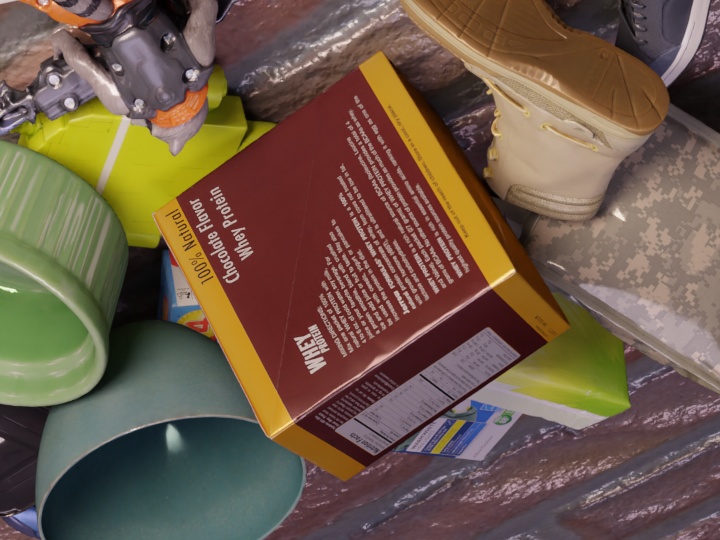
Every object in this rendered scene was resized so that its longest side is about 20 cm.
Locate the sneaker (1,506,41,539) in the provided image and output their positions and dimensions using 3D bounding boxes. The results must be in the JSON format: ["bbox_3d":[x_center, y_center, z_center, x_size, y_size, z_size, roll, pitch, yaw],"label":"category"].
[{"bbox_3d":[-0.222,0.185,1.724,0.199,0.074,0.082,8,137,-38],"label":"sneaker"}]

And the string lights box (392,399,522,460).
[{"bbox_3d":[0.027,0.092,1.592,0.198,0.059,0.103,8,140,-26],"label":"string lights box"}]

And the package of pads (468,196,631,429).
[{"bbox_3d":[0.111,0.025,1.547,0.199,0.156,0.068,18,146,-33],"label":"package of pads"}]

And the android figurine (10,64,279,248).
[{"bbox_3d":[-0.158,-0.078,1.420,0.198,0.041,0.183,3,141,-22],"label":"android figurine"}]

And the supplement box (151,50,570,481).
[{"bbox_3d":[0.000,0.000,1.397,0.199,0.198,0.133,-35,153,8],"label":"supplement box"}]

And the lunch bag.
[{"bbox_3d":[0.221,-0.029,1.493,0.199,0.118,0.165,32,90,-14],"label":"lunch bag"}]

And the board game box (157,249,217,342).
[{"bbox_3d":[-0.064,0.059,1.617,0.194,0.056,0.201,-5,143,-12],"label":"board game box"}]

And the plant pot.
[{"bbox_3d":[-0.152,0.117,1.499,0.198,0.135,0.201,-12,142,-10],"label":"plant pot"}]

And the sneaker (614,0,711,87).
[{"bbox_3d":[0.166,-0.198,1.328,0.145,0.077,0.203,-6,137,-23],"label":"sneaker"}]

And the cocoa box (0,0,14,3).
[{"bbox_3d":[-0.140,-0.252,1.121,0.198,0.132,0.134,-11,143,-3],"label":"cocoa box"}]

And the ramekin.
[{"bbox_3d":[-0.256,-0.002,1.386,0.198,0.098,0.201,11,145,8],"label":"ramekin"}]

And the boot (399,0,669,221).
[{"bbox_3d":[0.100,-0.122,1.378,0.199,0.073,0.156,30,152,3],"label":"boot"}]

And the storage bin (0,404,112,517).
[{"bbox_3d":[-0.301,0.099,1.564,0.135,0.094,0.200,-30,141,22],"label":"storage bin"}]

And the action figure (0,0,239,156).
[{"bbox_3d":[-0.173,-0.142,1.277,0.199,0.105,0.194,-35,124,13],"label":"action figure"}]
